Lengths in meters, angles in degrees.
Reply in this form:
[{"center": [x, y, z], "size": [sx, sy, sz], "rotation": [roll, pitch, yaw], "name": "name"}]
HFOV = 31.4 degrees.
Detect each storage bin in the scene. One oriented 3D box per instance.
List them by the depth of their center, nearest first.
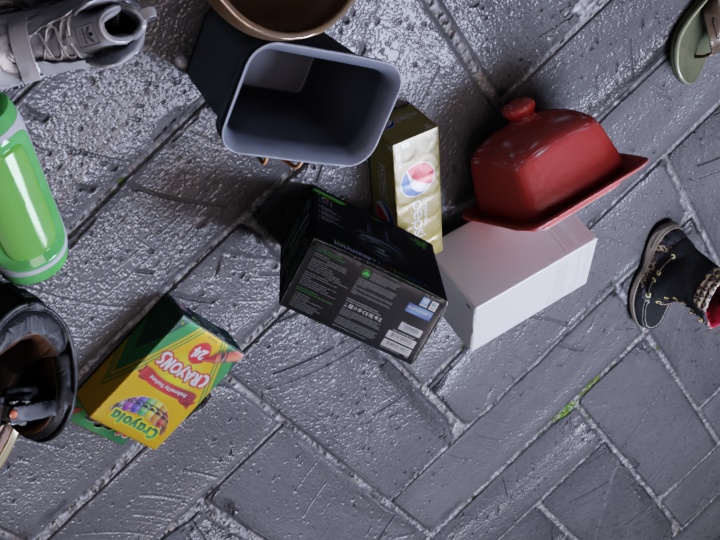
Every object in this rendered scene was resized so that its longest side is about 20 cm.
[{"center": [-0.083, -0.195, 1.362], "size": [0.200, 0.134, 0.146], "rotation": [3, 121, -39], "name": "storage bin"}]

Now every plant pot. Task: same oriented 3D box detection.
[{"center": [-0.096, -0.323, 1.251], "size": [0.201, 0.093, 0.201], "rotation": [-3, 95, -36], "name": "plant pot"}]

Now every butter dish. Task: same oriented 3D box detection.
[{"center": [0.225, -0.150, 1.632], "size": [0.200, 0.199, 0.148], "rotation": [-31, 108, -16], "name": "butter dish"}]

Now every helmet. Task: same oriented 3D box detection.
[{"center": [-0.408, 0.105, 1.312], "size": [0.200, 0.191, 0.200], "rotation": [-7, 98, -63], "name": "helmet"}]

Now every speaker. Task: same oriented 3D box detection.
[{"center": [-0.356, -0.081, 1.279], "size": [0.088, 0.088, 0.200], "rotation": [-27, 136, -18], "name": "speaker"}]

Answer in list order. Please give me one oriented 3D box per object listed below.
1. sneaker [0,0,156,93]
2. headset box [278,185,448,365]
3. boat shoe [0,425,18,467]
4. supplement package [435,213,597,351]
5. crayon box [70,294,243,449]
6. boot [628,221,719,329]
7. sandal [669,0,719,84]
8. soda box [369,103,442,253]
[{"center": [-0.287, -0.215, 1.189], "size": [0.200, 0.115, 0.075], "rotation": [-23, 108, -25], "name": "sneaker"}, {"center": [0.000, 0.000, 1.512], "size": [0.174, 0.200, 0.093], "rotation": [26, 108, -11], "name": "headset box"}, {"center": [-0.471, 0.217, 1.447], "size": [0.200, 0.072, 0.072], "rotation": [-41, 140, 6], "name": "boat shoe"}, {"center": [0.199, -0.007, 1.732], "size": [0.200, 0.120, 0.121], "rotation": [-29, 152, -16], "name": "supplement package"}, {"center": [-0.254, 0.138, 1.564], "size": [0.200, 0.051, 0.127], "rotation": [-47, 139, 4], "name": "crayon box"}, {"center": [0.503, 0.040, 2.002], "size": [0.073, 0.151, 0.200], "rotation": [-14, 131, -29], "name": "boot"}, {"center": [0.490, -0.344, 1.746], "size": [0.080, 0.057, 0.201], "rotation": [10, 116, -42], "name": "sandal"}, {"center": [0.057, -0.102, 1.601], "size": [0.068, 0.064, 0.200], "rotation": [-25, 136, -20], "name": "soda box"}]
